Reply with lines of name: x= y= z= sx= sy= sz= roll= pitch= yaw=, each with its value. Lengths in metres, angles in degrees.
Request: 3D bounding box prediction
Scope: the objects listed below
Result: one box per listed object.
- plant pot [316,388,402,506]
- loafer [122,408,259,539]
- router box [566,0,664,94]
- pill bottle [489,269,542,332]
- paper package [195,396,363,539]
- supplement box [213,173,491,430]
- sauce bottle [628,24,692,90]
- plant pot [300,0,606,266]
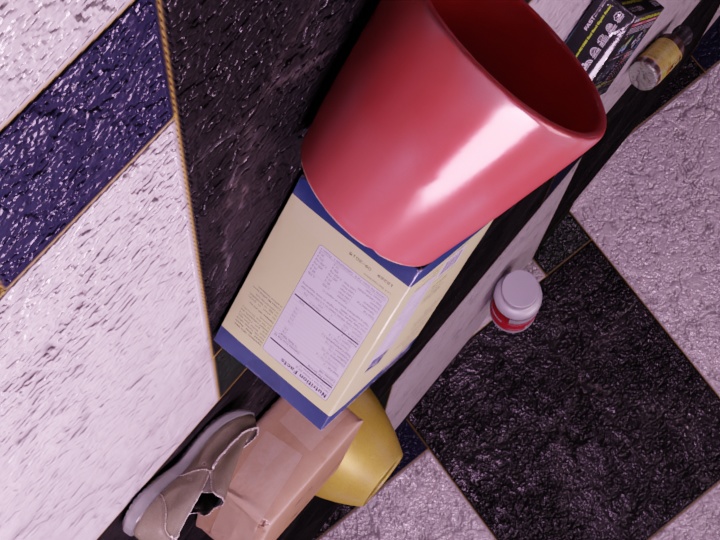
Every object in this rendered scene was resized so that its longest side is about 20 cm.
plant pot: x=-0.018 y=0.277 z=2.060 sx=0.201 sy=0.141 sz=0.200 roll=-50 pitch=169 yaw=-13
loafer: x=-0.170 y=0.229 z=1.443 sx=0.200 sy=0.069 sz=0.076 roll=-44 pitch=167 yaw=-36
router box: x=0.333 y=-0.311 z=1.841 sx=0.151 sy=0.062 sz=0.200 roll=-56 pitch=169 yaw=25
pill bottle: x=0.355 y=0.067 z=3.053 sx=0.113 sy=0.112 sz=0.200 roll=-49 pitch=169 yaw=-11
paper package: x=-0.108 y=0.258 z=1.721 sx=0.200 sy=0.103 sz=0.191 roll=-47 pitch=170 yaw=-30
supplement box: x=0.000 y=0.000 z=1.238 sx=0.200 sy=0.134 sz=0.201 roll=-36 pitch=161 yaw=-56
sauce bottle: x=0.580 y=-0.413 z=2.562 sx=0.200 sy=0.064 sz=0.065 roll=-43 pitch=166 yaw=-39
plant pot: x=0.059 y=-0.113 z=1.020 sx=0.178 sy=0.201 sz=0.200 roll=-47 pitch=173 yaw=29
